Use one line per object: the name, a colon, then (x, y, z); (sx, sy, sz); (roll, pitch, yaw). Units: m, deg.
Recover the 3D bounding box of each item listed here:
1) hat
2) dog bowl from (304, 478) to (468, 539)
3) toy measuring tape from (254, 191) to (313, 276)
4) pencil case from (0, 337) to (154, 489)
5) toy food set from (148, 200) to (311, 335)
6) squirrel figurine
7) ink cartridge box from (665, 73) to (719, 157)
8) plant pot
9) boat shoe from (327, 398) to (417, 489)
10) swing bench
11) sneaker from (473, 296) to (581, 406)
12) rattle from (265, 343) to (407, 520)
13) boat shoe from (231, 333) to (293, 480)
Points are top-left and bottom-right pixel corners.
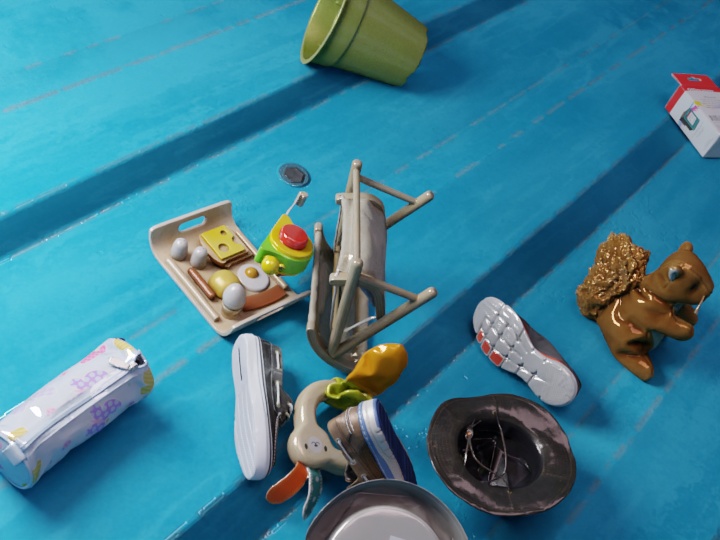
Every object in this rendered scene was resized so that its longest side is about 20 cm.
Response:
hat: (0.174, 0.253, 1.214); (0.199, 0.081, 0.202); (8, 43, -7)
dog bowl: (0.024, 0.335, 1.034); (0.198, 0.059, 0.202); (3, 73, -11)
toy measuring tape: (-0.091, -0.046, 1.328); (0.073, 0.074, 0.200); (26, 34, 1)
pencil case: (-0.328, 0.159, 1.067); (0.200, 0.090, 0.084); (-39, 112, -41)
toy food set: (-0.182, -0.009, 1.309); (0.143, 0.061, 0.200); (-25, 64, -38)
squirrel figurine: (0.443, 0.030, 1.462); (0.200, 0.187, 0.141); (40, 46, 15)
ink cartridge box: (0.744, -0.336, 2.023); (0.115, 0.067, 0.201); (-2, 51, -27)
plant pot: (0.016, -0.432, 1.722); (0.189, 0.200, 0.201); (23, 42, -22)
boat shoe: (0.017, 0.233, 1.113); (0.072, 0.201, 0.072); (-15, 31, 12)
swing bench: (0.000, 0.000, 1.275); (0.129, 0.200, 0.200); (21, 42, -20)
sneaker: (0.247, 0.122, 1.391); (0.200, 0.077, 0.082); (50, 22, 22)
rattle: (-0.019, 0.195, 1.135); (0.131, 0.142, 0.200); (62, 36, -8)
boat shoe: (-0.116, 0.165, 1.168); (0.070, 0.072, 0.201); (12, 50, -25)
